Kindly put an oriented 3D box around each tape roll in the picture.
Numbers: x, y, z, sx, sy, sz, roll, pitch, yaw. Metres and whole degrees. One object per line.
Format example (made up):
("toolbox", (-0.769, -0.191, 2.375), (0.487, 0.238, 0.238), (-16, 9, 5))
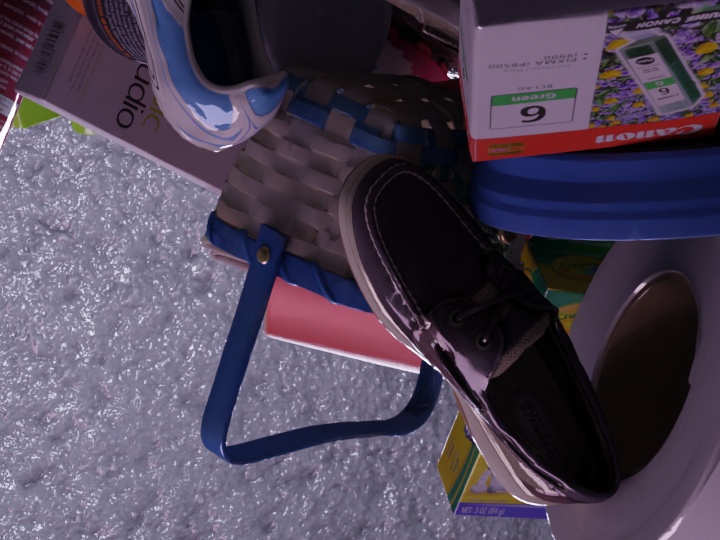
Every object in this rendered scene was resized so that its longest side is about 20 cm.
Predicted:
("tape roll", (0.166, 0.061, 0.922), (0.070, 0.204, 0.202), (19, 178, -17))

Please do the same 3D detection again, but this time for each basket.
("basket", (0.000, 0.000, 0.980), (0.139, 0.201, 0.176), (29, -158, 33))

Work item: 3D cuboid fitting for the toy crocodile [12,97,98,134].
("toy crocodile", (-0.154, -0.148, 1.271), (0.062, 0.199, 0.068), (43, 154, 54))

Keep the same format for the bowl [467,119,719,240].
("bowl", (0.149, -0.057, 0.886), (0.199, 0.040, 0.201), (-6, -166, 1))

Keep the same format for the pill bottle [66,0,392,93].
("pill bottle", (-0.086, -0.160, 1.048), (0.199, 0.107, 0.106), (20, 176, 41))

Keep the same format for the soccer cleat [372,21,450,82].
("soccer cleat", (-0.020, -0.132, 1.211), (0.070, 0.087, 0.199), (20, 176, 42))

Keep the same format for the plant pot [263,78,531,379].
("plant pot", (0.030, -0.026, 1.155), (0.176, 0.202, 0.200), (2, 177, -3))

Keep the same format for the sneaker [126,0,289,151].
("sneaker", (-0.093, -0.158, 0.924), (0.072, 0.201, 0.072), (-30, 175, 40))

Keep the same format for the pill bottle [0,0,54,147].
("pill bottle", (-0.249, -0.161, 1.171), (0.109, 0.201, 0.110), (22, 176, 2))

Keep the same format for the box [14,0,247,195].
("box", (-0.114, -0.141, 1.203), (0.036, 0.145, 0.200), (22, 177, 40))

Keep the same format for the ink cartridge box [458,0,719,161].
("ink cartridge box", (0.096, -0.084, 0.780), (0.108, 0.051, 0.200), (-6, 161, 0))

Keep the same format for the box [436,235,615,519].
("box", (0.129, 0.057, 1.072), (0.116, 0.201, 0.049), (5, -145, -19))

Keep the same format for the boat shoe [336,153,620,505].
("boat shoe", (0.063, 0.029, 0.883), (0.065, 0.072, 0.201), (0, 125, 58))

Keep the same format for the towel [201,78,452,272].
("towel", (-0.010, -0.068, 1.310), (0.132, 0.200, 0.035), (21, 151, 35))

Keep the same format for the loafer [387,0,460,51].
("loafer", (0.046, -0.141, 0.849), (0.199, 0.076, 0.070), (26, -170, -38))

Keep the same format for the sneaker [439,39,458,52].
("sneaker", (0.120, -0.080, 1.029), (0.199, 0.096, 0.079), (26, 177, -23))
